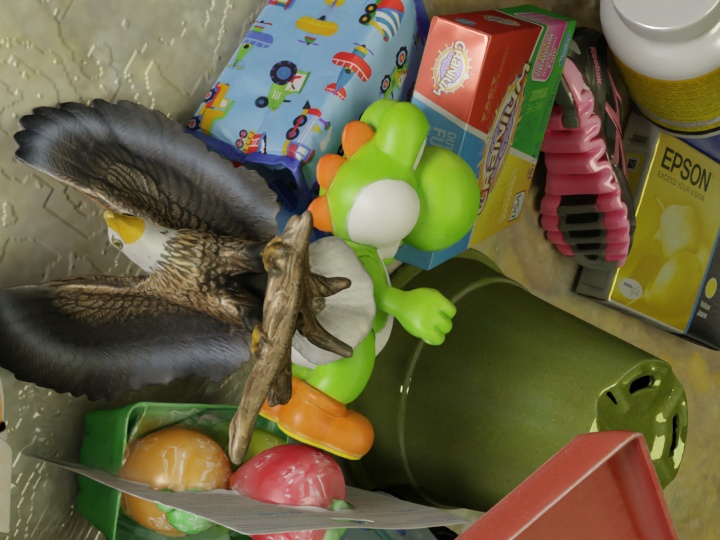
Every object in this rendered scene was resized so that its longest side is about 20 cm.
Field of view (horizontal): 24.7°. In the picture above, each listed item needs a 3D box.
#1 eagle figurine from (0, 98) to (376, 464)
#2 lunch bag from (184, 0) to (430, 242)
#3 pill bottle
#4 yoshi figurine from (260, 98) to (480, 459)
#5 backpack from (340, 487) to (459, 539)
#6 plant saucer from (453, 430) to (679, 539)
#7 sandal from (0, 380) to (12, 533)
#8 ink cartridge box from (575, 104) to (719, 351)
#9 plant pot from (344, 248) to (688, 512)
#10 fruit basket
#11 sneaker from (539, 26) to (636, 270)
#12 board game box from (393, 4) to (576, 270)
[{"bbox_3d":[-0.103,-0.003,0.882,0.152,0.199,0.152,-43,130,-34],"label":"eagle figurine"},{"bbox_3d":[-0.008,-0.075,1.052,0.151,0.093,0.200,-59,147,-21],"label":"lunch bag"},{"bbox_3d":[0.237,-0.178,1.201,0.113,0.112,0.200,-68,159,-7],"label":"pill bottle"},{"bbox_3d":[0.015,0.005,0.959,0.112,0.112,0.202,9,100,-71],"label":"yoshi figurine"},{"bbox_3d":[0.028,0.255,1.127,0.126,0.166,0.201,-34,118,-29],"label":"backpack"},{"bbox_3d":[0.102,0.192,1.005,0.200,0.037,0.200,-38,145,-6],"label":"plant saucer"},{"bbox_3d":[-0.226,0.141,0.892,0.079,0.059,0.209,8,96,-47],"label":"sandal"},{"bbox_3d":[0.273,-0.050,1.372,0.197,0.047,0.202,20,89,-46],"label":"ink cartridge box"},{"bbox_3d":[0.119,0.098,1.146,0.199,0.189,0.202,-15,111,-43],"label":"plant pot"},{"bbox_3d":[-0.068,0.134,0.953,0.184,0.199,0.095,7,97,-47],"label":"fruit basket"},{"bbox_3d":[0.176,-0.094,1.244,0.095,0.078,0.201,-50,134,-40],"label":"sneaker"},{"bbox_3d":[0.079,-0.094,1.085,0.200,0.040,0.154,-27,134,-65],"label":"board game box"}]
